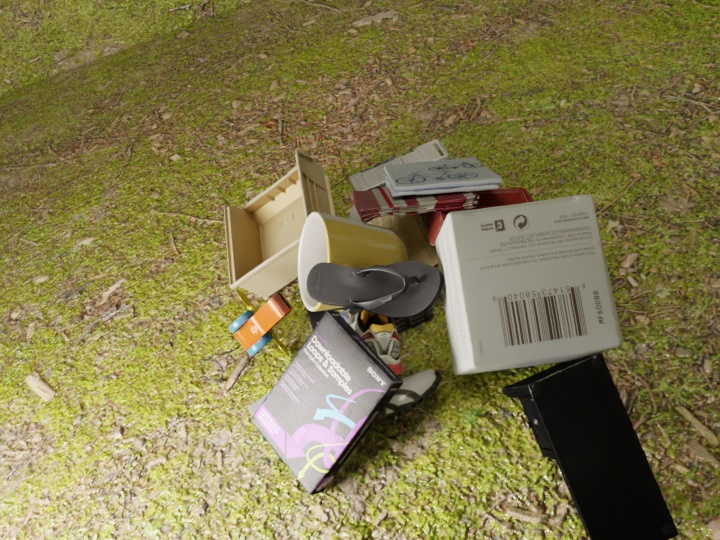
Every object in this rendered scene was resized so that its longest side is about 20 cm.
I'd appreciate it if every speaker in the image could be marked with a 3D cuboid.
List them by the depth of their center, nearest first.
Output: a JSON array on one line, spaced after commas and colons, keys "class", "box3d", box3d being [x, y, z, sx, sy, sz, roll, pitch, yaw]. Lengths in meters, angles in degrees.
[{"class": "speaker", "box3d": [0.069, -0.078, 1.415, 0.197, 0.082, 0.081, 18, 51, 43]}]

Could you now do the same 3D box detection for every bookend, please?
[{"class": "bookend", "box3d": [0.258, 0.214, 0.916, 0.090, 0.203, 0.200, -21, -9, -1]}]

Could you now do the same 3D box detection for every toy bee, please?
[{"class": "toy bee", "box3d": [-0.180, 0.092, 1.310, 0.196, 0.134, 0.109, -18, 9, 24]}]

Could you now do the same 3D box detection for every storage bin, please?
[{"class": "storage bin", "box3d": [-0.146, -0.084, 1.415, 0.198, 0.093, 0.203, -32, 53, 29]}]

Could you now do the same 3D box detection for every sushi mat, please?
[{"class": "sushi mat", "box3d": [0.071, -0.058, 1.330, 0.094, 0.012, 0.202, -32, 45, 11]}]

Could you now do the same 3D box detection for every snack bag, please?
[{"class": "snack bag", "box3d": [0.131, -0.162, 1.334, 0.183, 0.022, 0.201, -6, 19, -4]}]

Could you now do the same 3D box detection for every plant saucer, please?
[{"class": "plant saucer", "box3d": [0.206, -0.095, 1.277, 0.194, 0.038, 0.201, -2, 21, 3]}]

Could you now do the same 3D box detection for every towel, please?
[{"class": "towel", "box3d": [0.086, -0.118, 1.284, 0.194, 0.023, 0.144, -7, 20, -4]}]

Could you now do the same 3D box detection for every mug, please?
[{"class": "mug", "box3d": [-0.004, 0.002, 1.220, 0.149, 0.151, 0.189, 3, 44, -23]}]

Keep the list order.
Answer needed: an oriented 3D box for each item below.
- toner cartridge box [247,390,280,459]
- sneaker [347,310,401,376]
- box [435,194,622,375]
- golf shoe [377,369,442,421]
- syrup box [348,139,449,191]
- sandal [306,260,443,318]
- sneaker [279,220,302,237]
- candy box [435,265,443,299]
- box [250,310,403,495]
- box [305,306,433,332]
[{"class": "toner cartridge box", "box3d": [-0.065, 0.189, 1.178, 0.198, 0.044, 0.095, -33, 36, -15]}, {"class": "sneaker", "box3d": [0.021, 0.091, 1.137, 0.076, 0.085, 0.200, -2, 10, -13]}, {"class": "box", "box3d": [0.214, 0.025, 1.038, 0.193, 0.172, 0.206, -8, 79, -2]}, {"class": "golf shoe", "box3d": [0.020, 0.172, 1.099, 0.196, 0.096, 0.078, -25, -7, -8]}, {"class": "syrup box", "box3d": [0.084, -0.174, 1.533, 0.196, 0.080, 0.082, -23, 35, -2]}, {"class": "sandal", "box3d": [0.017, 0.024, 1.070, 0.194, 0.043, 0.078, -1, 78, 15]}, {"class": "sneaker", "box3d": [-0.083, -0.045, 1.456, 0.197, 0.081, 0.078, 16, 49, 39]}, {"class": "candy box", "box3d": [0.202, 0.045, 1.211, 0.114, 0.057, 0.201, -23, 34, -5]}, {"class": "box", "box3d": [-0.050, 0.178, 1.056, 0.143, 0.036, 0.202, 42, 104, 26]}, {"class": "box", "box3d": [0.007, 0.055, 1.310, 0.196, 0.045, 0.161, -22, 35, -1]}]
